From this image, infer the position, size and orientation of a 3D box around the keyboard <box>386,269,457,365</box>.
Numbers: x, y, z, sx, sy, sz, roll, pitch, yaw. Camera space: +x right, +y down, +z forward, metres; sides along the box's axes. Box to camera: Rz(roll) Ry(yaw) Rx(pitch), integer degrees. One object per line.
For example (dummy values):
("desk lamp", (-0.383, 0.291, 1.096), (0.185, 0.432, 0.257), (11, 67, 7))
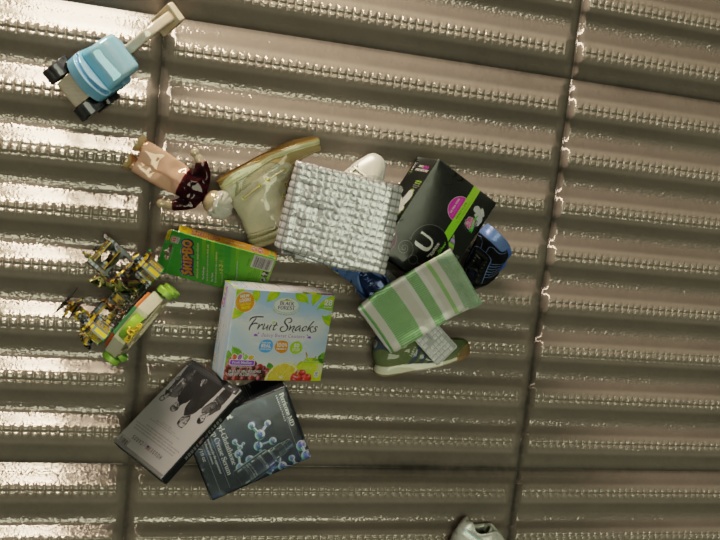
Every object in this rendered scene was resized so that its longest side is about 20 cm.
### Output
("keyboard", (0.099, 0.090, 1.648), (0.056, 0.011, 0.200), (-40, 84, -23))

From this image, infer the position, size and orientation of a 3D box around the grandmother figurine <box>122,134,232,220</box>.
("grandmother figurine", (-0.308, -0.156, 1.498), (0.199, 0.061, 0.122), (34, 111, -8))

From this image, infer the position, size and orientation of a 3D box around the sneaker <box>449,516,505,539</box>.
("sneaker", (0.279, 0.575, 1.786), (0.199, 0.070, 0.081), (25, 89, -17))

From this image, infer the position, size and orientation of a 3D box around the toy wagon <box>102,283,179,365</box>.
("toy wagon", (-0.377, 0.089, 1.459), (0.039, 0.200, 0.156), (39, 87, -3))

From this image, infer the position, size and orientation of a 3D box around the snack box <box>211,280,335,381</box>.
("snack box", (-0.158, 0.111, 1.568), (0.198, 0.068, 0.171), (6, 100, -31))

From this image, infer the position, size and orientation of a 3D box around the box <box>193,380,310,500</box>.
("box", (-0.213, 0.302, 1.586), (0.198, 0.107, 0.150), (-22, 103, -12))

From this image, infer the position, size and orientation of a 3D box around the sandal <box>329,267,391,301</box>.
("sandal", (0.000, 0.000, 1.599), (0.200, 0.087, 0.080), (44, 88, -1))

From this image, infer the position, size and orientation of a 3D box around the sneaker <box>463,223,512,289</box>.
("sneaker", (0.235, -0.018, 1.625), (0.078, 0.200, 0.070), (-44, 70, -8))

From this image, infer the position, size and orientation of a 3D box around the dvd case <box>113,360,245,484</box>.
("dvd case", (-0.316, 0.259, 1.505), (0.200, 0.150, 0.025), (-48, 137, -23))

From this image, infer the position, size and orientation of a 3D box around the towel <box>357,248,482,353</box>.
("towel", (0.108, 0.061, 1.568), (0.199, 0.023, 0.153), (-29, 129, 9))

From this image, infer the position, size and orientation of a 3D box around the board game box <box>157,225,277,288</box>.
("board game box", (-0.258, -0.016, 1.546), (0.198, 0.030, 0.096), (14, 123, -19))

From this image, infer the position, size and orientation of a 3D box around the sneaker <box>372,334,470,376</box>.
("sneaker", (0.117, 0.140, 1.672), (0.198, 0.067, 0.091), (-11, 107, -10))

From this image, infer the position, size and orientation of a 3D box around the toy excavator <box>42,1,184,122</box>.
("toy excavator", (-0.394, -0.357, 1.429), (0.199, 0.195, 0.100), (-31, 107, 20))

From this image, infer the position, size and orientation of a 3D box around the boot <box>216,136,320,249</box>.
("boot", (-0.139, -0.141, 1.556), (0.199, 0.072, 0.156), (-26, 104, -3))

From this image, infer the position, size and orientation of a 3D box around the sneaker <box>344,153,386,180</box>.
("sneaker", (-0.027, -0.143, 1.568), (0.073, 0.085, 0.200), (38, 80, 20))

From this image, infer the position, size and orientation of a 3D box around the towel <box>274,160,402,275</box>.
("towel", (-0.038, -0.090, 1.491), (0.198, 0.086, 0.167), (12, 98, -3))

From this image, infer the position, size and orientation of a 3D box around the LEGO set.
("LEGO set", (-0.439, 0.022, 1.460), (0.116, 0.154, 0.200), (43, 83, -17))

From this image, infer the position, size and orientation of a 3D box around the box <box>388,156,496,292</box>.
("box", (0.127, -0.089, 1.612), (0.148, 0.124, 0.201), (33, 90, -18))
